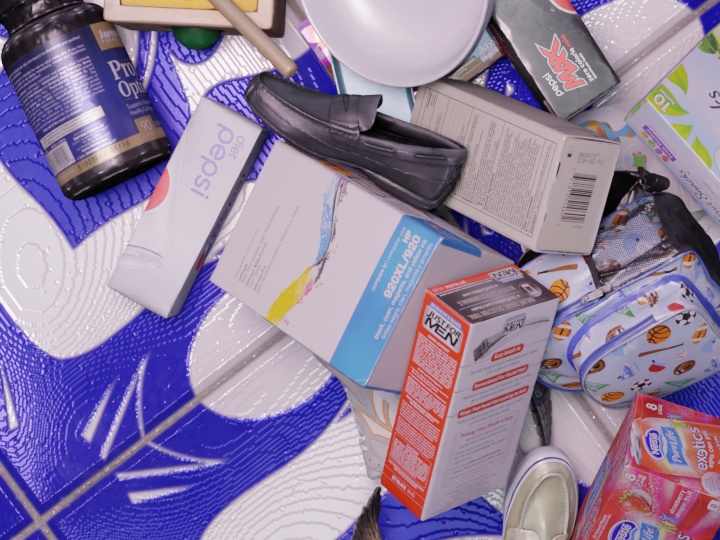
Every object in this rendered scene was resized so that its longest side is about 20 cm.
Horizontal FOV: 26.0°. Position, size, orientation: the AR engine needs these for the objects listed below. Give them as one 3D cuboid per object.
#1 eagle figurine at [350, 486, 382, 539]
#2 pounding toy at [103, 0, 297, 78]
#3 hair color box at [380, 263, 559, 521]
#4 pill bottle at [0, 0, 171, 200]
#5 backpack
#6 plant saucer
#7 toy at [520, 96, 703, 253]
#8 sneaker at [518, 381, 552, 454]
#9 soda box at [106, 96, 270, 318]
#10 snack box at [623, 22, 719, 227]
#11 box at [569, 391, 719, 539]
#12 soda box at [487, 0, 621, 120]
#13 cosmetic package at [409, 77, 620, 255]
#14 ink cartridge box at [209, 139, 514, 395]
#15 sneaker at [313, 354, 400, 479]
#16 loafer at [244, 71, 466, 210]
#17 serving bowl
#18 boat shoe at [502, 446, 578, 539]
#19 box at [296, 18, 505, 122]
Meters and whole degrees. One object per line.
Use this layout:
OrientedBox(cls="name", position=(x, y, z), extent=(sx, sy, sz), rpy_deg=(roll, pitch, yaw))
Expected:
OrientedBox(cls="eagle figurine", position=(0.011, 0.322, 1.453), extent=(0.151, 0.151, 0.200), rpy_deg=(45, 100, 20))
OrientedBox(cls="pounding toy", position=(-0.136, -0.277, 1.416), extent=(0.181, 0.142, 0.203), rpy_deg=(3, 94, 4))
OrientedBox(cls="hair color box", position=(0.092, 0.104, 1.339), extent=(0.064, 0.110, 0.202), rpy_deg=(38, 127, 36))
OrientedBox(cls="pill bottle", position=(-0.264, -0.176, 1.445), extent=(0.111, 0.112, 0.202), rpy_deg=(-25, 92, 4))
OrientedBox(cls="backpack", position=(0.231, 0.036, 1.394), extent=(0.189, 0.200, 0.156), rpy_deg=(-23, 51, 21))
OrientedBox(cls="plant saucer", position=(0.001, -0.221, 1.435), extent=(0.069, 0.019, 0.203), rpy_deg=(-13, 91, 5))
OrientedBox(cls="toy", position=(0.229, -0.091, 1.451), extent=(0.197, 0.047, 0.117), rpy_deg=(-14, 80, -2))
OrientedBox(cls="sneaker", position=(0.113, 0.087, 1.469), extent=(0.087, 0.074, 0.201), rpy_deg=(-31, 89, 22))
OrientedBox(cls="soda box", position=(-0.161, -0.059, 1.470), extent=(0.068, 0.063, 0.202), rpy_deg=(28, 94, 2))
OrientedBox(cls="snack box", position=(0.353, -0.113, 1.413), extent=(0.200, 0.053, 0.142), rpy_deg=(47, 67, 0))
OrientedBox(cls="box", position=(0.256, 0.216, 1.397), extent=(0.099, 0.096, 0.201), rpy_deg=(18, 133, 2))
OrientedBox(cls="soda box", position=(0.150, -0.231, 1.402), extent=(0.070, 0.063, 0.201), rpy_deg=(-34, 91, 2))
OrientedBox(cls="cosmetic package", position=(0.125, -0.094, 1.366), extent=(0.072, 0.199, 0.105), rpy_deg=(3, 109, -37))
OrientedBox(cls="ink cartridge box", position=(0.000, 0.000, 1.381), extent=(0.199, 0.147, 0.146), rpy_deg=(32, 99, 31))
OrientedBox(cls="sneaker", position=(0.018, 0.144, 1.469), extent=(0.200, 0.076, 0.092), rpy_deg=(43, 99, 1))
OrientedBox(cls="loafer", position=(-0.003, -0.125, 1.341), extent=(0.199, 0.068, 0.071), rpy_deg=(26, 121, -5))
OrientedBox(cls="serving bowl", position=(0.039, -0.266, 1.363), extent=(0.198, 0.066, 0.203), rpy_deg=(14, 117, 29))
OrientedBox(cls="boat shoe", position=(0.165, 0.264, 1.451), extent=(0.071, 0.062, 0.203), rpy_deg=(5, 107, -11))
OrientedBox(cls="box", position=(0.059, -0.229, 1.459), extent=(0.199, 0.039, 0.137), rpy_deg=(-36, 90, 5))
